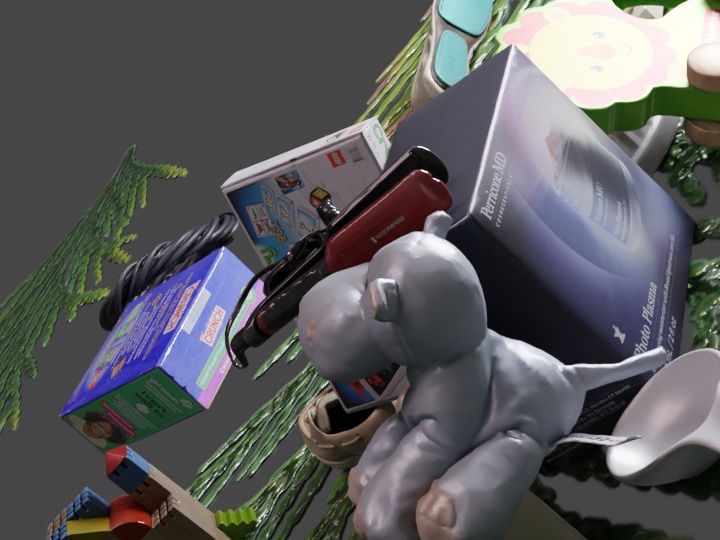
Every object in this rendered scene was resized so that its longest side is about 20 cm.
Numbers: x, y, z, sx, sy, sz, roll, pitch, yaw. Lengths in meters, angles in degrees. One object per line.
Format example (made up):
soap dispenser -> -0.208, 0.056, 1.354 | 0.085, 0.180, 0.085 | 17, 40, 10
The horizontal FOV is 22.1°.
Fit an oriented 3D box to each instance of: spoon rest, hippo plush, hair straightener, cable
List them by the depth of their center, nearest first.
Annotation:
spoon rest -> 0.202, 0.094, 1.064 | 0.099, 0.061, 0.200 | -51, 20, -7
hippo plush -> 0.041, 0.067, 1.082 | 0.200, 0.161, 0.159 | -19, 28, 36
hair straightener -> -0.019, -0.008, 1.180 | 0.200, 0.041, 0.077 | -45, 21, 23
cable -> -0.223, -0.008, 2.107 | 0.200, 0.051, 0.163 | -39, -9, -2

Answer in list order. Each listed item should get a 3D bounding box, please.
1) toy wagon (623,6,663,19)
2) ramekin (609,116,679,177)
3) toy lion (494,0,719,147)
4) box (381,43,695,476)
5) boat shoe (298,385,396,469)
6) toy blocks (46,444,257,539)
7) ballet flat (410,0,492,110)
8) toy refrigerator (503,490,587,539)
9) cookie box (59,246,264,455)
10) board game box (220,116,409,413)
toy wagon -> 0.199, -0.207, 1.666 | 0.155, 0.040, 0.200 | -52, 19, -8
ramekin -> 0.149, -0.107, 1.486 | 0.200, 0.105, 0.200 | -42, 21, 20
toy lion -> 0.199, -0.167, 1.382 | 0.191, 0.069, 0.200 | 7, 42, 12
box -> 0.114, -0.009, 1.238 | 0.123, 0.198, 0.200 | -35, 24, 35
boat shoe -> -0.008, 0.117, 1.463 | 0.072, 0.065, 0.200 | -53, 20, -12
toy blocks -> -0.203, 0.242, 1.543 | 0.200, 0.137, 0.100 | -47, 20, 8
ballet flat -> 0.088, -0.236, 1.925 | 0.062, 0.067, 0.200 | -44, 17, 43
toy refrigerator -> 0.070, 0.155, 1.211 | 0.070, 0.076, 0.200 | -50, 20, -2
cookie box -> -0.205, 0.087, 1.929 | 0.200, 0.075, 0.171 | -28, 28, 48
board game box -> 0.000, 0.000, 1.333 | 0.126, 0.200, 0.035 | -19, 19, 29
